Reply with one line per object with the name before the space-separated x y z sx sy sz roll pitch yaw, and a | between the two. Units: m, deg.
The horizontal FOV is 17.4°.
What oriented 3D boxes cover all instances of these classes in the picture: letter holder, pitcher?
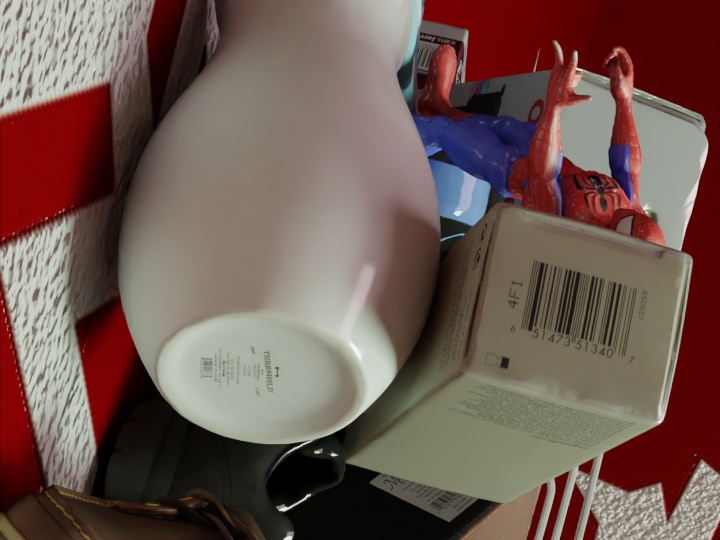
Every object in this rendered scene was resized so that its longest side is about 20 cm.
letter holder | -0.001 0.179 1.254 0.200 0.100 0.143 -32 139 -53
pitcher | -0.026 -0.021 0.929 0.172 0.121 0.200 84 9 -50

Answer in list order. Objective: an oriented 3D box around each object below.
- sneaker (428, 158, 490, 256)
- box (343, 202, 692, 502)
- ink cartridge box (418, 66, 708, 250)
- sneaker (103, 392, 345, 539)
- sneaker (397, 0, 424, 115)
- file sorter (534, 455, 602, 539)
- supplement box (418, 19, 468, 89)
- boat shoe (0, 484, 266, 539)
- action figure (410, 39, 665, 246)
sneaker | 0.000 0.000 1.093 0.200 0.070 0.078 155 -52 -67
box | 0.056 0.038 0.923 0.200 0.082 0.069 137 -33 -71
ink cartridge box | 0.065 -0.014 1.141 0.200 0.083 0.146 -2 -109 64
sneaker | -0.045 0.055 1.004 0.076 0.090 0.200 91 12 -50
sneaker | 0.004 -0.124 1.122 0.200 0.079 0.131 101 0 -58
file sorter | 0.066 0.166 1.602 0.200 0.124 0.139 125 -14 -58
supplement box | 0.008 -0.034 1.327 0.109 0.061 0.200 88 17 -59
boat shoe | -0.068 0.109 0.853 0.068 0.072 0.200 -45 152 0
action figure | 0.068 -0.067 0.952 0.200 0.065 0.099 44 -50 49
